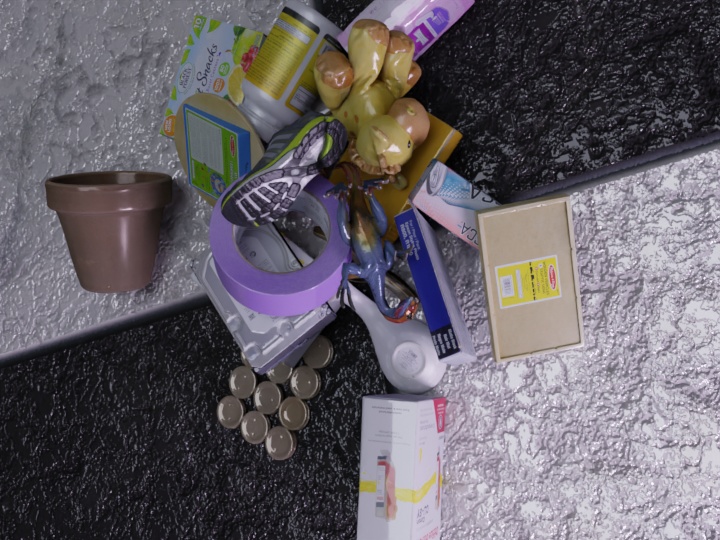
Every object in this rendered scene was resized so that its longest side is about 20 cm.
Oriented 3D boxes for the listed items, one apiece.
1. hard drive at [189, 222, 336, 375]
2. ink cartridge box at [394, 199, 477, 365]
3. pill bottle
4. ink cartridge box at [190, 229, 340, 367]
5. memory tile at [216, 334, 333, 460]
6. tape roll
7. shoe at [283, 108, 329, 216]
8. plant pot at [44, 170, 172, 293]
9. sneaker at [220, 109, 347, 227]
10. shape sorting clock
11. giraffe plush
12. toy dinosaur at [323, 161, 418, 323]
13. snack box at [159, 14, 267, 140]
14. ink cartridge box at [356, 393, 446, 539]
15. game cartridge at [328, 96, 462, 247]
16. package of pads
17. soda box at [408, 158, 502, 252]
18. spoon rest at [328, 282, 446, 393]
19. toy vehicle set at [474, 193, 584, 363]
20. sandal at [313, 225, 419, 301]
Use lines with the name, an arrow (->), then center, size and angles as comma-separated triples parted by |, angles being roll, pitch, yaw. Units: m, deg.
hard drive -> -0.142, 0.027, 1.208 | 0.139, 0.038, 0.202 | -36, 69, 2
ink cartridge box -> 0.097, 0.024, 1.125 | 0.040, 0.200, 0.204 | -19, 76, 10
pill bottle -> -0.112, -0.298, 1.295 | 0.112, 0.112, 0.202 | 35, 97, 22
ink cartridge box -> -0.137, 0.022, 1.274 | 0.199, 0.084, 0.146 | 38, 87, 22
memory tile -> -0.132, 0.173, 1.304 | 0.151, 0.017, 0.204 | 24, 93, 23
tape roll -> -0.108, -0.043, 1.166 | 0.195, 0.066, 0.205 | 1, 63, -2
shoe -> -0.071, -0.165, 1.290 | 0.198, 0.071, 0.093 | -32, 74, 22
plant pot -> -0.399, -0.063, 1.367 | 0.196, 0.200, 0.179 | 6, 105, 22
sneaker -> -0.107, -0.137, 1.134 | 0.199, 0.074, 0.081 | -39, 37, -1
shape sorting clock -> -0.215, -0.177, 1.311 | 0.197, 0.039, 0.204 | 25, 131, 32
giraffe plush -> 0.024, -0.208, 1.146 | 0.201, 0.171, 0.163 | -51, 53, 24
toy dinosaur -> 0.025, -0.029, 1.102 | 0.103, 0.201, 0.185 | -12, 118, 12
snack box -> -0.233, -0.296, 1.377 | 0.140, 0.053, 0.204 | 19, 93, 24
ink cartridge box -> 0.058, 0.273, 1.145 | 0.081, 0.145, 0.206 | 1, 85, 20
game cartridge -> 0.037, -0.147, 1.229 | 0.202, 0.032, 0.176 | -58, 44, 10
package of pads -> 0.069, -0.365, 1.223 | 0.199, 0.120, 0.076 | -42, 71, 12
soda box -> 0.162, -0.066, 1.137 | 0.198, 0.064, 0.069 | 34, 98, -8
spoon rest -> 0.040, 0.091, 1.219 | 0.200, 0.061, 0.100 | 44, 101, 2
toy vehicle set -> 0.222, 0.011, 1.107 | 0.121, 0.027, 0.205 | -9, 103, -2
sandal -> 0.000, 0.000, 1.237 | 0.199, 0.080, 0.054 | 39, 98, 17
